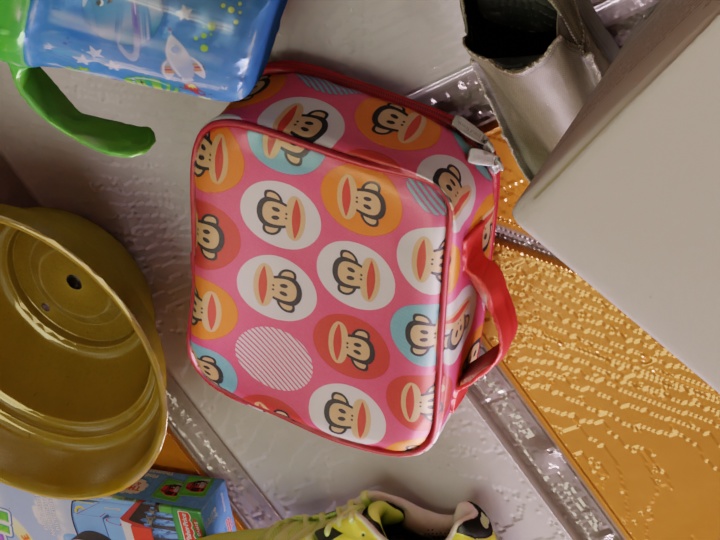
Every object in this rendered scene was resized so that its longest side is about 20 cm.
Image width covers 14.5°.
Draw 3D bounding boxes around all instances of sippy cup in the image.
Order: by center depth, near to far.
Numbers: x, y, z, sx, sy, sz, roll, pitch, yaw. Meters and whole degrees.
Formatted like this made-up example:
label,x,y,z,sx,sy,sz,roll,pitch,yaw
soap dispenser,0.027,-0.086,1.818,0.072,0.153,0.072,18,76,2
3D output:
label,x,y,z,sx,sy,sz,roll,pitch,yaw
sippy cup,-0.101,-0.147,1.406,0.130,0.140,0.178,20,155,2

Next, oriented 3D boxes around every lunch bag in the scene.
label,x,y,z,sx,sy,sz,roll,pitch,yaw
lunch bag,0.000,0.000,1.486,0.176,0.082,0.200,19,131,16

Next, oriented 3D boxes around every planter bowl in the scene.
label,x,y,z,sx,sy,sz,roll,pitch,yaw
planter bowl,-0.180,0.026,1.610,0.200,0.084,0.201,16,131,19

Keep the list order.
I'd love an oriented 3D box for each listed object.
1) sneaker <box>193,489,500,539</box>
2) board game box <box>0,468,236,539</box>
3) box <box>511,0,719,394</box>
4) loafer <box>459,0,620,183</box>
label,x,y,z,sx,sy,sz,roll,pitch,yaw
sneaker,-0.009,0.160,1.630,0.199,0.075,0.077,0,116,16
board game box,-0.162,0.183,1.756,0.199,0.037,0.152,7,128,27
box,0.217,-0.056,1.251,0.199,0.171,0.200,40,134,-3
loafer,0.078,-0.105,1.365,0.075,0.070,0.200,-5,122,33
